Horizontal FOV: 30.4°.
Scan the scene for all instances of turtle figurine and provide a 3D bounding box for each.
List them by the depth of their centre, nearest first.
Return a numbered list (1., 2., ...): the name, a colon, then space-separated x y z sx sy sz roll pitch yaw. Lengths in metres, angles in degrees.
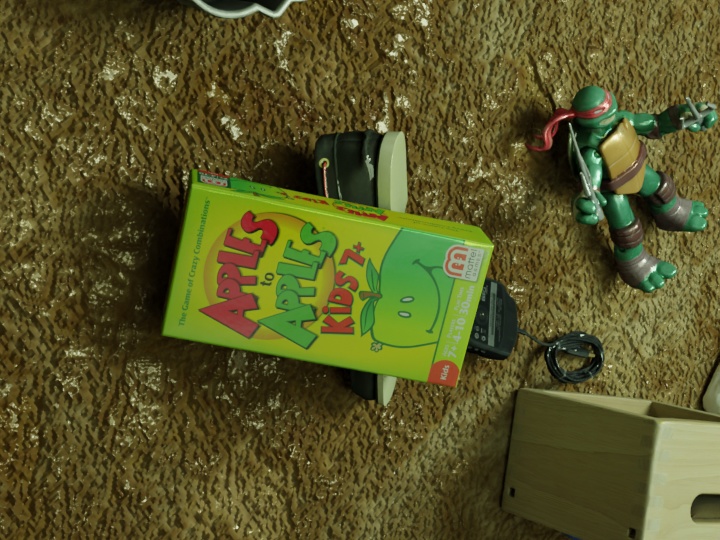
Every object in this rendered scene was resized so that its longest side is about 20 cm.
1. turtle figurine: 0.213 -0.084 1.046 0.150 0.101 0.200 -41 131 -8

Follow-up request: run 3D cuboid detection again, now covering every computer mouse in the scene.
1. computer mouse: 0.122 0.051 1.043 0.199 0.034 0.059 23 65 -38

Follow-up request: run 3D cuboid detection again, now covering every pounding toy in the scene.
1. pounding toy: 0.246 0.182 1.041 0.199 0.184 0.143 9 90 -34

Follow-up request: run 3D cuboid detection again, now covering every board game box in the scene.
1. board game box: -0.023 0.006 0.868 0.199 0.048 0.102 11 106 -11

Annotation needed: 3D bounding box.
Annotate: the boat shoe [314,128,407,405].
1. boat shoe: 0.001 -0.001 0.937 0.074 0.063 0.203 -59 149 -65

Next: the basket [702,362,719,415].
1. basket: 0.451 0.097 1.186 0.200 0.161 0.199 38 75 -29

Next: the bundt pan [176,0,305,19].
1. bundt pan: -0.094 -0.257 0.836 0.201 0.076 0.203 -4 97 -34
